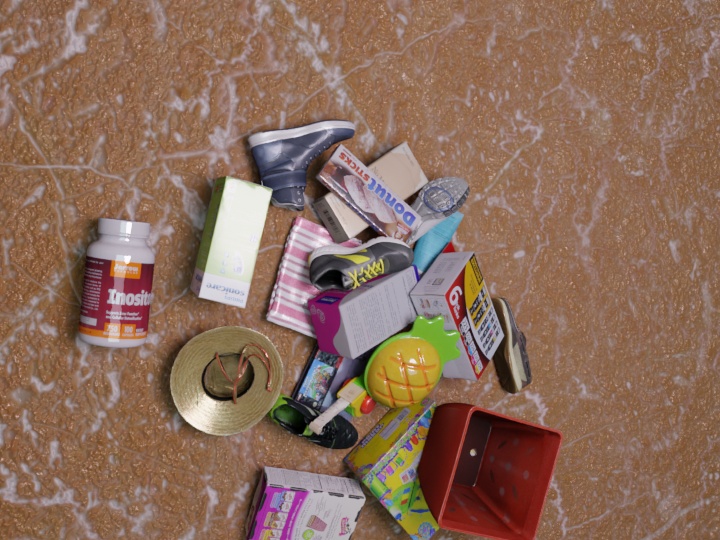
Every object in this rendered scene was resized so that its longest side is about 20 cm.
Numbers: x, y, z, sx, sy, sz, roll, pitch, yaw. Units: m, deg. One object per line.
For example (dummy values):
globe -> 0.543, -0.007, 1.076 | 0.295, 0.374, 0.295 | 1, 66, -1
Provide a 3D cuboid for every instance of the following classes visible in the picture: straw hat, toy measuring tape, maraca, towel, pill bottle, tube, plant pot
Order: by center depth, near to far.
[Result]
pill bottle -> -0.402, 0.018, 1.199 | 0.110, 0.113, 0.206 | 5, 93, -19
plant pot -> 0.207, 0.339, 1.280 | 0.196, 0.176, 0.205 | 18, 87, -21
straw hat -> -0.235, 0.185, 1.285 | 0.195, 0.085, 0.207 | -1, 99, -9
maraca -> 0.093, 0.166, 1.298 | 0.137, 0.107, 0.200 | 40, 103, -23
toy measuring tape -> -0.026, 0.253, 1.321 | 0.199, 0.073, 0.075 | -36, 107, -44
towel -> -0.083, 0.018, 1.340 | 0.143, 0.030, 0.205 | 19, 78, -20
tube -> 0.135, -0.038, 1.422 | 0.076, 0.050, 0.204 | 27, 81, -17

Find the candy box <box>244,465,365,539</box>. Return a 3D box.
candy box -> -0.104, 0.451, 1.348 | 0.195, 0.061, 0.139 | 14, 107, -19

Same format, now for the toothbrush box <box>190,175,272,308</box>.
toothbrush box -> -0.225, -0.051, 1.239 | 0.084, 0.145, 0.205 | 14, 89, -20

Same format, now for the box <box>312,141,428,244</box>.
box -> 0.019, -0.145, 1.340 | 0.199, 0.077, 0.096 | -38, 99, -20

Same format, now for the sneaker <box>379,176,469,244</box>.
sneaker -> 0.121, -0.109, 1.375 | 0.198, 0.087, 0.075 | -34, 84, 4

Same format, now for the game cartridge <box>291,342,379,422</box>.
game cartridge -> -0.052, 0.214, 1.382 | 0.128, 0.038, 0.204 | 27, 85, -23

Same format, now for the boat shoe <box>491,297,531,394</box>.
boat shoe -> 0.308, 0.149, 1.489 | 0.064, 0.073, 0.205 | -18, 103, -28

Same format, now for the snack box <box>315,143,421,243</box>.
snack box -> 0.016, -0.129, 1.281 | 0.199, 0.024, 0.073 | 40, 73, -15

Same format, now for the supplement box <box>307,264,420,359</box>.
supplement box -> 0.015, 0.069, 1.319 | 0.198, 0.100, 0.106 | -29, 112, -37

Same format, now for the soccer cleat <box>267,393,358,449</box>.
soccer cleat -> -0.087, 0.286, 1.318 | 0.197, 0.081, 0.069 | 27, 93, -19

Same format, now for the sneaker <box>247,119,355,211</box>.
sneaker -> -0.092, -0.187, 1.303 | 0.197, 0.077, 0.150 | -14, 89, -13

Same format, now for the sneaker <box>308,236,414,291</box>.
sneaker -> 0.000, 0.000, 1.279 | 0.195, 0.086, 0.076 | -8, 128, 12

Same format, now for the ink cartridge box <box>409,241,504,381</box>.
ink cartridge box -> 0.197, 0.072, 1.377 | 0.176, 0.082, 0.203 | -49, 126, -38

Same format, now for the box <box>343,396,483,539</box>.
box -> 0.108, 0.380, 1.403 | 0.200, 0.122, 0.194 | -42, 106, -12
